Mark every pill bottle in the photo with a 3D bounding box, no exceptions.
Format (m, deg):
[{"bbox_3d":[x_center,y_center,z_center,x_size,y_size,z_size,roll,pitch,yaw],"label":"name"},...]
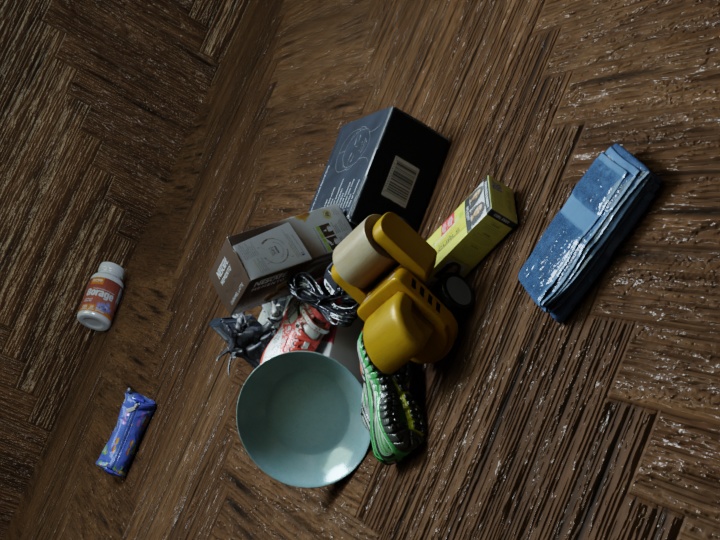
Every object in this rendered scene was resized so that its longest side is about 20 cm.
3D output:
[{"bbox_3d":[-0.819,0.079,3.396,0.112,0.111,0.203,-33,38,51],"label":"pill bottle"}]

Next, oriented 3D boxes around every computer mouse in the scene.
[{"bbox_3d":[0.000,0.000,1.553,0.138,0.053,0.200,31,65,36],"label":"computer mouse"}]

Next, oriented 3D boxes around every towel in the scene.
[{"bbox_3d":[0.255,-0.047,1.225,0.202,0.048,0.112,-58,22,15],"label":"towel"}]

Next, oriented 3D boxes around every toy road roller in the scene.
[{"bbox_3d":[0.043,0.040,1.410,0.123,0.200,0.146,-41,8,41],"label":"toy road roller"}]

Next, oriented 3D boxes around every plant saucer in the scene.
[{"bbox_3d":[-0.078,0.208,1.522,0.203,0.199,0.039,-57,0,14],"label":"plant saucer"}]

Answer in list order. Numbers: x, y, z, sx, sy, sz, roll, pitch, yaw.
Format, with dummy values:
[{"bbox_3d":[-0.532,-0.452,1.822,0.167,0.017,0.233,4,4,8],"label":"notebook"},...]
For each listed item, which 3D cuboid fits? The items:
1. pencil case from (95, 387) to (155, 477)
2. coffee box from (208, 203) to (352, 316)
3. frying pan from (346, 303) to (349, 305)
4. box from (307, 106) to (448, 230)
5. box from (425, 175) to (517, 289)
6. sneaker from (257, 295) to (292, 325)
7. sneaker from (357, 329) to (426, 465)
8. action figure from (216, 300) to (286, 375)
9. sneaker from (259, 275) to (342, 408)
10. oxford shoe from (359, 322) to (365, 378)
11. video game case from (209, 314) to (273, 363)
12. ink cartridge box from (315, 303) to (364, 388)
[{"bbox_3d":[-0.551,0.384,2.510,0.087,0.077,0.203,113,180,-83],"label":"pencil case"},{"bbox_3d":[-0.115,-0.017,1.611,0.080,0.198,0.115,59,145,17],"label":"coffee box"},{"bbox_3d":[-0.053,0.020,1.871,0.115,0.031,0.192,-47,25,39],"label":"frying pan"},{"bbox_3d":[0.021,-0.140,1.748,0.196,0.123,0.203,-3,64,64],"label":"box"},{"bbox_3d":[0.135,-0.035,1.476,0.200,0.050,0.076,-48,26,36],"label":"box"},{"bbox_3d":[-0.150,0.020,1.825,0.202,0.084,0.077,-66,27,20],"label":"sneaker"},{"bbox_3d":[0.024,0.167,1.439,0.085,0.077,0.202,-50,37,38],"label":"sneaker"},{"bbox_3d":[-0.154,0.080,1.725,0.199,0.120,0.102,-38,26,-6],"label":"action figure"},{"bbox_3d":[-0.086,0.100,1.576,0.108,0.067,0.203,-38,27,50],"label":"sneaker"},{"bbox_3d":[0.035,0.089,1.565,0.073,0.070,0.202,114,173,-53],"label":"oxford shoe"},{"bbox_3d":[-0.182,0.135,1.881,0.019,0.143,0.199,-50,17,-22],"label":"video game case"},{"bbox_3d":[-0.063,0.165,1.653,0.200,0.085,0.149,-41,29,46],"label":"ink cartridge box"}]
